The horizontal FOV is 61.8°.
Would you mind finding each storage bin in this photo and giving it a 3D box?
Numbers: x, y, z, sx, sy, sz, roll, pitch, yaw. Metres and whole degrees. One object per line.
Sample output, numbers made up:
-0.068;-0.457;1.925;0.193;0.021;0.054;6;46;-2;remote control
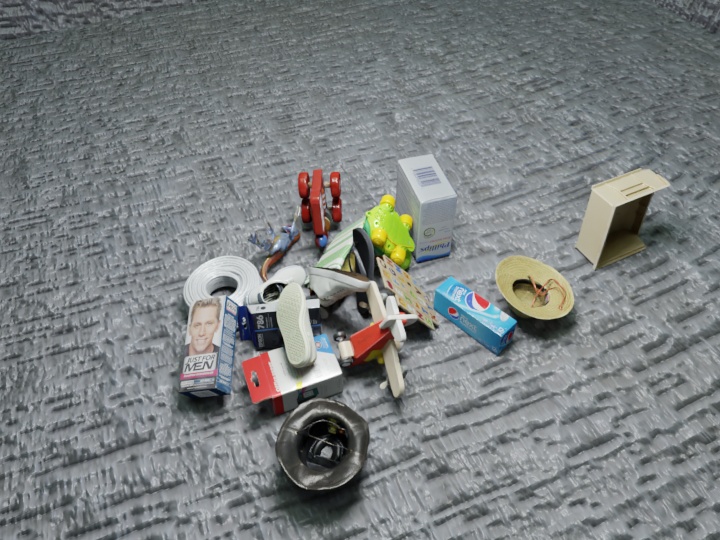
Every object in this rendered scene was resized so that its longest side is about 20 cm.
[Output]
0.670;-0.134;1.544;0.194;0.204;0.094;-19;45;-17;storage bin

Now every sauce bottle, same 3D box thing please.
-0.055;0.033;1.488;0.063;0.066;0.202;16;51;17;sauce bottle

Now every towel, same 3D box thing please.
-0.056;-0.050;1.530;0.023;0.151;0.202;44;48;-15;towel

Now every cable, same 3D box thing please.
-0.330;0.055;1.463;0.196;0.070;0.201;-23;50;-21;cable

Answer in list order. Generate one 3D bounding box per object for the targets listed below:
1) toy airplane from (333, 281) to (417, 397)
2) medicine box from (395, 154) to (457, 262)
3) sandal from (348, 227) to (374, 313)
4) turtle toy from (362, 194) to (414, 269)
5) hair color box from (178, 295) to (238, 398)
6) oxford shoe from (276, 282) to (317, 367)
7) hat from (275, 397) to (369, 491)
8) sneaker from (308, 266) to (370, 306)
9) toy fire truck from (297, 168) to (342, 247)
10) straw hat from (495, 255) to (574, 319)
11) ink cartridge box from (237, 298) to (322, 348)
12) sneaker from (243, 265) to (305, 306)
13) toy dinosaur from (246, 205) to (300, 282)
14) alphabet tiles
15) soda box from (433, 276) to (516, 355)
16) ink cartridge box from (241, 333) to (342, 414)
0.051;0.143;1.297;0.197;0.206;0.139;21;3;44;toy airplane
0.166;-0.163;1.577;0.100;0.204;0.185;-12;46;-11;medicine box
0.000;0.000;1.432;0.042;0.207;0.075;-6;2;-29;sandal
0.070;-0.077;1.502;0.099;0.200;0.149;-19;41;38;turtle toy
-0.326;0.165;1.301;0.097;0.061;0.206;-10;63;20;hair color box
-0.135;0.121;1.296;0.074;0.058;0.204;-27;55;18;oxford shoe
-0.075;0.352;1.167;0.194;0.083;0.203;5;40;-4;hat
-0.048;0.043;1.366;0.071;0.088;0.197;4;3;-39;sneaker
-0.107;-0.155;1.572;0.108;0.204;0.171;0;44;3;toy fire truck
0.398;0.066;1.433;0.195;0.086;0.205;8;48;-9;straw hat
-0.185;0.123;1.372;0.193;0.102;0.040;-5;31;-2;ink cartridge box
-0.188;0.044;1.444;0.069;0.075;0.199;-7;19;40;sneaker
-0.218;-0.073;1.586;0.102;0.207;0.180;6;0;27;toy dinosaur
0.112;0.051;1.402;0.006;0.198;0.169;-38;38;21;alphabet tiles
0.265;0.103;1.410;0.064;0.069;0.198;-35;54;-29;soda box
-0.146;0.227;1.294;0.195;0.068;0.117;-16;47;-15;ink cartridge box
